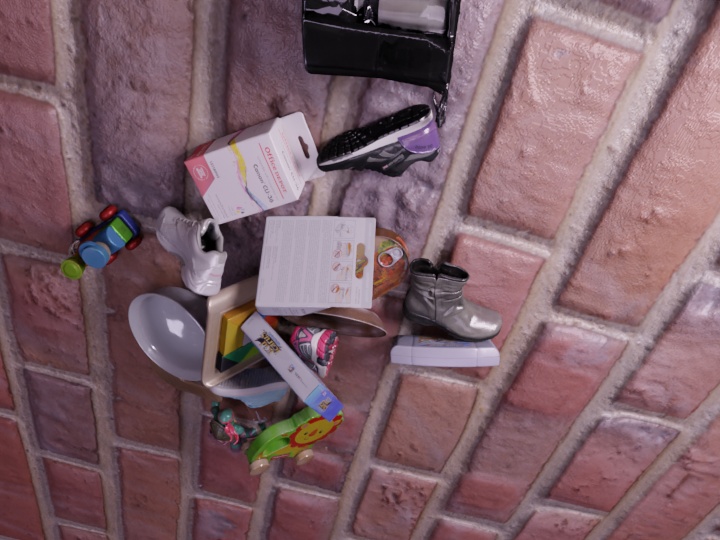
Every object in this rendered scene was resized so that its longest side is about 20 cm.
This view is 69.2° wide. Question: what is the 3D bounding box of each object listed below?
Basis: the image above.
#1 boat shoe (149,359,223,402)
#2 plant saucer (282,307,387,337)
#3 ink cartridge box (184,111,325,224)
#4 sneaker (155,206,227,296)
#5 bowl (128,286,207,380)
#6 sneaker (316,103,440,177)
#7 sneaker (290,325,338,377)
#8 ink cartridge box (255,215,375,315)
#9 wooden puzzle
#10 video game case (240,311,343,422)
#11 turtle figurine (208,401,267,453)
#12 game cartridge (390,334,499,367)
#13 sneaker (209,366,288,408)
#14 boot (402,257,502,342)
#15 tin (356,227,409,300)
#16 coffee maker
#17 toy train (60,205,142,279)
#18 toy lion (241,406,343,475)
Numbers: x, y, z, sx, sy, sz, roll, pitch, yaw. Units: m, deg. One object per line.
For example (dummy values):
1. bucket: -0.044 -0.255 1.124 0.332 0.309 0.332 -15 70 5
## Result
1. boat shoe: -0.364 0.219 1.121 0.194 0.065 0.074 15 136 21
2. plant saucer: -0.045 0.087 0.954 0.192 0.033 0.201 8 165 2
3. ink cartridge box: -0.166 -0.163 0.839 0.193 0.068 0.119 -15 121 17
4. sneaker: -0.276 -0.056 0.883 0.200 0.077 0.101 47 113 28
5. bowl: -0.344 0.106 1.015 0.194 0.091 0.207 12 126 17
6. sneaker: 0.028 -0.174 0.806 0.194 0.077 0.089 -15 127 17
7. sneaker: -0.085 0.146 0.996 0.072 0.083 0.201 18 158 7
8. ink cartridge box: -0.072 -0.009 0.876 0.192 0.166 0.048 1 158 6
9. wooden puzzle: -0.208 0.107 0.965 0.037 0.183 0.205 32 127 28
10. video game case: -0.122 0.184 0.962 0.180 0.045 0.201 41 168 25
11. turtle figurine: -0.289 0.333 1.153 0.150 0.100 0.202 44 142 15
12. game cartridge: 0.154 0.147 0.965 0.192 0.133 0.043 0 88 7
13. sneaker: -0.222 0.247 1.054 0.196 0.073 0.084 10 110 -45
14. boot: 0.171 0.052 0.919 0.193 0.069 0.133 13 139 1
15. tin: 0.000 0.000 0.944 0.197 0.043 0.112 -30 119 25
16. coffee maker: 0.025 -0.296 0.675 0.193 0.135 0.199 10 111 10
17. toy train: -0.501 -0.025 0.946 0.195 0.117 0.086 -25 118 22
18. toy lion: -0.136 0.354 1.132 0.196 0.070 0.194 4 133 -42
